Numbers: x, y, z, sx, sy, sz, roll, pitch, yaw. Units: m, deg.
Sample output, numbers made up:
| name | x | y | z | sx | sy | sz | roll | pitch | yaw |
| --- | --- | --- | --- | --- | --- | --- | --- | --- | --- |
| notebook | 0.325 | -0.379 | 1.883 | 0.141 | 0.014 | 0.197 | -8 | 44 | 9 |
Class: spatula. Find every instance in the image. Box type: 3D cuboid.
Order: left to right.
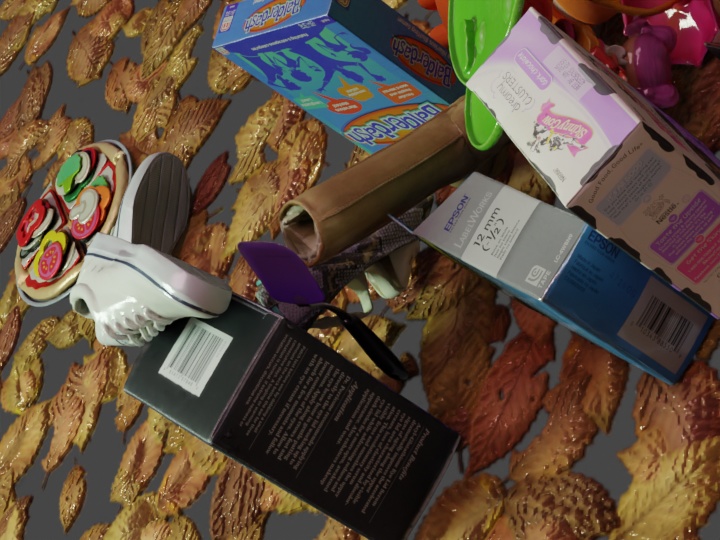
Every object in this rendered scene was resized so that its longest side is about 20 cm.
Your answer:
| name | x | y | z | sx | sy | sz | roll | pitch | yaw |
| --- | --- | --- | --- | --- | --- | --- | --- | --- | --- |
| spatula | -0.019 | 0.035 | 1.352 | 0.056 | 0.200 | 0.021 | 1 | 62 | 39 |

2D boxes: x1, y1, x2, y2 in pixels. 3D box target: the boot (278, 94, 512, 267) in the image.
| name | x | y | z | sx | sy | sz | roll | pitch | yaw |
| --- | --- | --- | --- | --- | --- | --- | --- | --- | --- |
| boot | 0.023 | -0.067 | 1.365 | 0.199 | 0.066 | 0.175 | -33 | -9 | -19 |

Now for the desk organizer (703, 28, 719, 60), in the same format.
| name | x | y | z | sx | sy | sz | roll | pitch | yaw |
| --- | --- | --- | --- | --- | --- | --- | --- | --- | --- |
| desk organizer | 0.329 | -0.147 | 1.169 | 0.077 | 0.072 | 0.200 | -59 | 35 | -5 |

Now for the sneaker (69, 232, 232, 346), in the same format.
| name | x | y | z | sx | sy | sz | roll | pitch | yaw |
| --- | --- | --- | --- | --- | --- | --- | --- | --- | --- |
| sneaker | -0.154 | 0.022 | 1.301 | 0.200 | 0.073 | 0.071 | 13 | 79 | 63 |

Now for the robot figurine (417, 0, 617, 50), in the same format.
| name | x | y | z | sx | sy | sz | roll | pitch | yaw |
| --- | --- | --- | --- | --- | --- | --- | --- | --- | --- |
| robot figurine | 0.137 | -0.236 | 1.432 | 0.199 | 0.116 | 0.145 | -21 | 43 | 41 |

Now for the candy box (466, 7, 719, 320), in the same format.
| name | x | y | z | sx | sy | sz | roll | pitch | yaw |
| --- | --- | --- | --- | --- | --- | --- | --- | --- | --- |
| candy box | 0.184 | -0.063 | 1.172 | 0.072 | 0.199 | 0.168 | -48 | 37 | 14 |

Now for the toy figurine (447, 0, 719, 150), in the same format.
| name | x | y | z | sx | sy | sz | roll | pitch | yaw |
| --- | --- | --- | --- | --- | --- | --- | --- | --- | --- |
| toy figurine | 0.173 | -0.172 | 1.293 | 0.150 | 0.183 | 0.202 | 132 | 141 | -64 |

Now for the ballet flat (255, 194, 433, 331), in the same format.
| name | x | y | z | sx | sy | sz | roll | pitch | yaw |
| --- | --- | --- | --- | --- | --- | --- | --- | --- | --- |
| ballet flat | 0.000 | 0.000 | 1.436 | 0.072 | 0.073 | 0.200 | -9 | 16 | 47 |

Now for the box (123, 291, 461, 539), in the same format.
| name | x | y | z | sx | sy | sz | roll | pitch | yaw |
| --- | --- | --- | --- | --- | --- | --- | --- | --- | --- |
| box | -0.050 | 0.106 | 1.334 | 0.148 | 0.200 | 0.105 | 21 | 79 | 54 |

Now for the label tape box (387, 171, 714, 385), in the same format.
| name | x | y | z | sx | sy | sz | roll | pitch | yaw |
| --- | --- | --- | --- | --- | --- | --- | --- | --- | --- |
| label tape box | 0.129 | -0.005 | 1.244 | 0.066 | 0.143 | 0.200 | -58 | 35 | 1 |

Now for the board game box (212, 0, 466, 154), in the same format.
| name | x | y | z | sx | sy | sz | roll | pitch | yaw |
| --- | --- | --- | --- | --- | --- | --- | --- | --- | --- |
| board game box | 0.000 | -0.164 | 1.475 | 0.152 | 0.199 | 0.045 | -7 | 60 | 49 |

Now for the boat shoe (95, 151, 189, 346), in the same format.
| name | x | y | z | sx | sy | sz | roll | pitch | yaw |
| --- | --- | --- | --- | --- | --- | --- | --- | --- | --- |
| boat shoe | -0.225 | -0.022 | 1.755 | 0.066 | 0.073 | 0.201 | -12 | 57 | 43 |

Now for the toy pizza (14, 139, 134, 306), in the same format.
| name | x | y | z | sx | sy | sz | roll | pitch | yaw |
| --- | --- | --- | --- | --- | --- | --- | --- | --- | --- |
| toy pizza | -0.317 | -0.056 | 1.933 | 0.200 | 0.032 | 0.201 | -31 | 43 | 34 |
